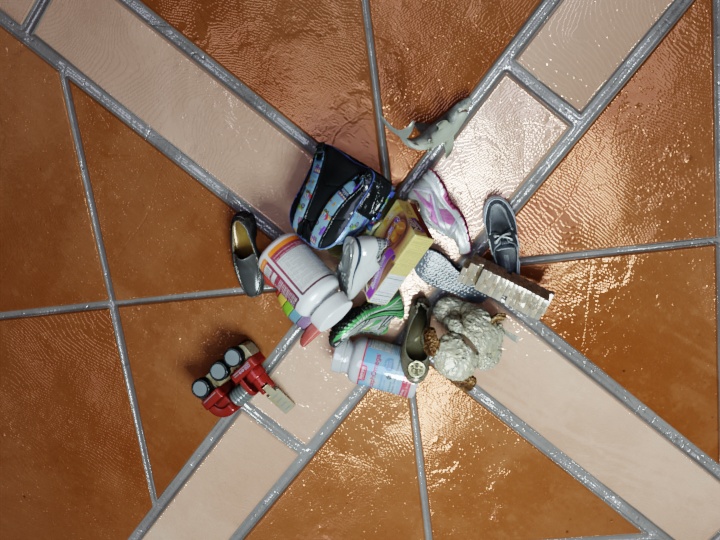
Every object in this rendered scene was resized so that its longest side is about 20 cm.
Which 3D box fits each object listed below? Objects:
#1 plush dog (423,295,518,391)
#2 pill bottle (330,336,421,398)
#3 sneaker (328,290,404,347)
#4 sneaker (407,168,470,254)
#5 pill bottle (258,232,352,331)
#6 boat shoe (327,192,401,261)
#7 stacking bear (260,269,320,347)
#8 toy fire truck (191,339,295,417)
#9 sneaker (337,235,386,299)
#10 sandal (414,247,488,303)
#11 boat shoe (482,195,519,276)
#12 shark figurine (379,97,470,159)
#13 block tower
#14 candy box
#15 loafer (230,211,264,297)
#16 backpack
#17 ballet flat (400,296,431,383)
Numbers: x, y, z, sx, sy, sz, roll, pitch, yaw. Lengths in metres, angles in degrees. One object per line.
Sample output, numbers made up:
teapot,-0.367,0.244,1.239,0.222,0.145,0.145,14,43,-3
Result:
plush dog,0.227,0.163,1.404,0.200,0.160,0.172,48,67,-6
pill bottle,0.037,0.215,1.488,0.198,0.109,0.110,14,104,3
sneaker,0.018,0.119,1.457,0.199,0.078,0.086,-30,103,-16
sneaker,0.172,-0.118,1.419,0.088,0.081,0.201,-31,90,14
pill bottle,-0.115,0.025,1.368,0.110,0.109,0.200,-46,75,14
boat shoe,0.015,-0.097,1.451,0.201,0.063,0.073,-44,58,8
stacking bear,-0.143,0.051,1.473,0.121,0.114,0.200,-38,83,-30
toy fire truck,-0.267,0.287,1.545,0.176,0.129,0.200,-43,85,13
sneaker,0.000,0.000,1.378,0.080,0.200,0.077,-10,60,-20
sandal,0.199,0.012,1.465,0.199,0.043,0.076,31,111,-11
boat shoe,0.311,-0.062,1.417,0.071,0.068,0.202,-8,102,8
shark figurine,0.129,-0.294,1.370,0.089,0.213,0.129,43,142,33
block tower,0.310,0.034,1.386,0.199,0.058,0.054,25,120,7
candy box,0.067,-0.037,1.395,0.056,0.117,0.200,12,129,-33
loafer,-0.265,-0.031,1.485,0.072,0.072,0.202,-9,102,7
backpack,-0.047,-0.141,1.379,0.182,0.134,0.201,35,100,32
ballet flat,0.128,0.149,1.440,0.067,0.046,0.201,11,65,-2
